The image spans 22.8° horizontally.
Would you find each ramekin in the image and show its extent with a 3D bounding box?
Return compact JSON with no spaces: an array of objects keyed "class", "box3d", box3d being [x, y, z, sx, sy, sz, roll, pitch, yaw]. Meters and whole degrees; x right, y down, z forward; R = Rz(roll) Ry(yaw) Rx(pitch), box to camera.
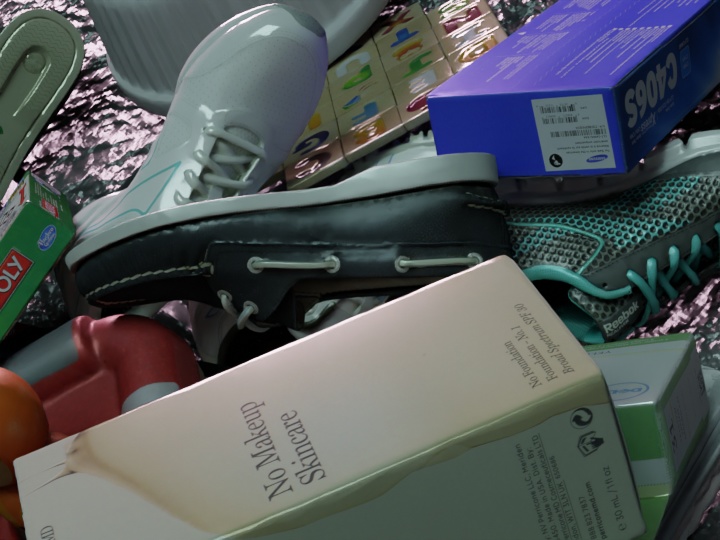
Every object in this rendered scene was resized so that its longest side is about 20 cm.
[{"class":"ramekin","box3d":[-0.081,-0.193,1.074,0.202,0.094,0.203,-18,42,17]}]

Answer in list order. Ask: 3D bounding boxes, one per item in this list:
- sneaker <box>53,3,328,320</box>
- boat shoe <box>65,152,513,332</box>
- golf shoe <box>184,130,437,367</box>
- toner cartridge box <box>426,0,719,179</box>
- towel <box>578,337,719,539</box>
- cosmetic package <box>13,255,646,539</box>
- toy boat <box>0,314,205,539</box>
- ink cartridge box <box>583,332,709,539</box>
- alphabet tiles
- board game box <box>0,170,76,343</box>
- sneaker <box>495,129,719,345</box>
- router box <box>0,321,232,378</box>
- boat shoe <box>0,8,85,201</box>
[{"class":"sneaker","box3d":[-0.077,-0.038,0.868,0.200,0.070,0.080,-52,28,19]},{"class":"boat shoe","box3d":[-0.032,-0.003,0.788,0.199,0.076,0.061,-13,81,11]},{"class":"golf shoe","box3d":[0.000,0.000,0.908,0.200,0.078,0.097,-23,52,24]},{"class":"toner cartridge box","box3d":[0.118,-0.098,0.867,0.095,0.043,0.200,2,24,31]},{"class":"towel","box3d":[0.057,0.104,0.814,0.191,0.032,0.200,17,63,38]},{"class":"cosmetic package","box3d":[-0.014,0.079,0.630,0.199,0.073,0.104,-22,29,-7]},{"class":"toy boat","box3d":[-0.135,0.089,0.751,0.130,0.131,0.200,-29,43,12]},{"class":"ink cartridge box","box3d":[0.052,0.079,0.707,0.145,0.048,0.200,-8,9,21]},{"class":"alphabet tiles","box3d":[0.000,-0.098,0.969,0.166,0.006,0.200,-28,21,6]},{"class":"board game box","box3d":[-0.194,0.018,0.900,0.135,0.029,0.200,-55,13,-1]},{"class":"sneaker","box3d":[0.124,-0.003,0.821,0.199,0.078,0.091,-10,48,12]},{"class":"router box","box3d":[-0.143,0.112,0.884,0.200,0.062,0.150,8,60,40]},{"class":"boat shoe","box3d":[-0.245,-0.075,1.118,0.200,0.072,0.068,-51,11,-6]}]
